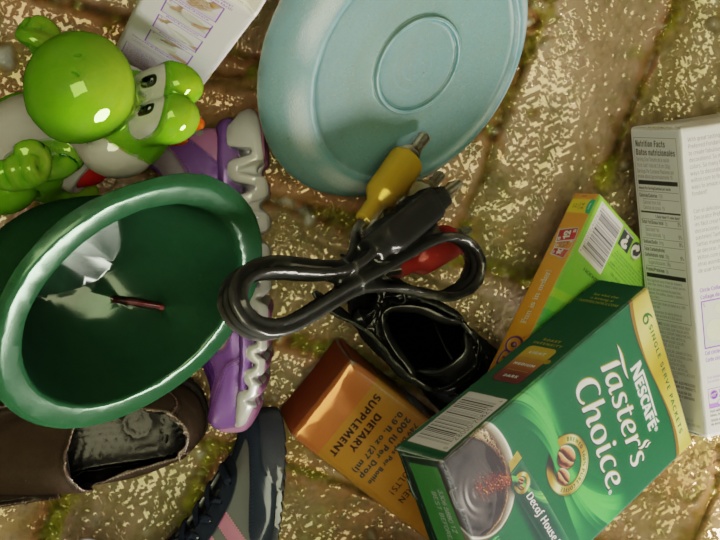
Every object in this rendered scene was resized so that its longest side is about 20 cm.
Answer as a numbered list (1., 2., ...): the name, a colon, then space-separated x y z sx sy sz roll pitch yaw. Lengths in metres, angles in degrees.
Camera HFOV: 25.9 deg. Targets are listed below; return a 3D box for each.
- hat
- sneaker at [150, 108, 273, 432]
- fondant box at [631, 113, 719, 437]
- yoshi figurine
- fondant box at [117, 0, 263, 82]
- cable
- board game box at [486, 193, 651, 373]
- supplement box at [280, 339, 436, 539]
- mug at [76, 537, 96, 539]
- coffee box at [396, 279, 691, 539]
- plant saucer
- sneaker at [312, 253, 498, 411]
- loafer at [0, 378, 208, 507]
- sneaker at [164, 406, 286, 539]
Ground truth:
1. hat: -0.186 -0.019 0.916 0.200 0.176 0.166 -28 139 -24
2. sneaker: -0.098 0.001 0.978 0.088 0.080 0.201 -2 88 -3
3. fondant box: 0.261 -0.005 1.031 0.144 0.058 0.201 -10 101 -23
4. yoshi figurine: -0.182 -0.086 0.884 0.200 0.112 0.113 -14 100 35
5. fondant box: -0.066 -0.186 0.873 0.058 0.200 0.144 32 76 -9
6. cable: 0.000 0.000 0.918 0.200 0.050 0.097 -35 102 -32
7. board game box: 0.129 0.059 0.999 0.096 0.030 0.200 42 64 -36
8. supplement box: 0.045 0.133 1.025 0.200 0.069 0.067 38 91 -16
9. mug: -0.189 0.284 0.908 0.175 0.148 0.200 -31 63 3
10. coffee box: 0.117 0.105 0.946 0.200 0.044 0.123 -34 116 -35
11. plant saucer: 0.029 -0.129 0.949 0.200 0.027 0.200 -22 132 -28
12. sneaker: 0.051 0.056 0.996 0.200 0.104 0.060 38 91 -12
13. loafer: -0.193 0.106 0.978 0.200 0.071 0.073 -15 100 -7
14. sneaker: -0.099 0.181 1.005 0.082 0.070 0.200 11 94 -13
